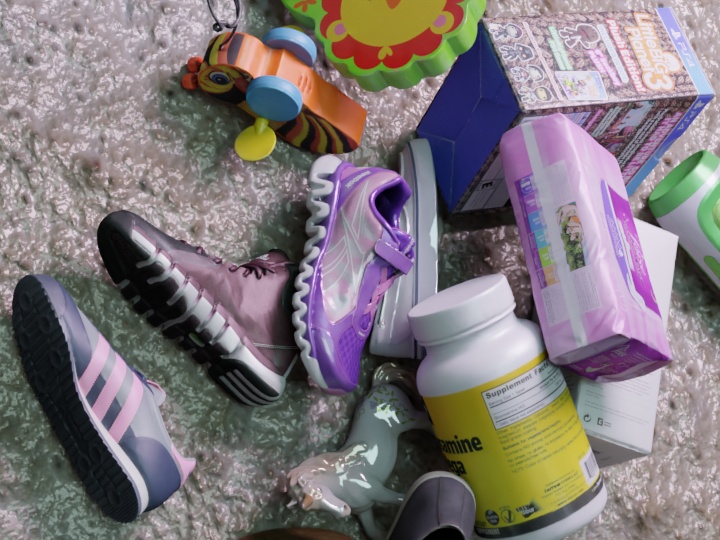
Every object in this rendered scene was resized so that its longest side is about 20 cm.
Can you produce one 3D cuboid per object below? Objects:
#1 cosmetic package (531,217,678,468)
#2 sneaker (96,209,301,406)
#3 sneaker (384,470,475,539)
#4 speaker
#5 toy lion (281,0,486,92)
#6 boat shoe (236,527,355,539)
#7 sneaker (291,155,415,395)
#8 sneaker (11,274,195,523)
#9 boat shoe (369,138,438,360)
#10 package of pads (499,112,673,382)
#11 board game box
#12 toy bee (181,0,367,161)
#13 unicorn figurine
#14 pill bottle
[{"bbox_3d":[0.203,0.061,1.405,0.084,0.107,0.202,20,69,-19],"label":"cosmetic package"},{"bbox_3d":[-0.115,0.004,1.299,0.200,0.075,0.116,49,56,-17],"label":"sneaker"},{"bbox_3d":[0.031,0.258,1.227,0.074,0.106,0.202,17,103,1],"label":"sneaker"},{"bbox_3d":[0.360,-0.015,1.513,0.200,0.088,0.088,47,62,-6],"label":"speaker"},{"bbox_3d":[0.014,-0.242,1.363,0.069,0.198,0.194,46,55,-56],"label":"toy lion"},{"bbox_3d":[-0.085,0.256,1.244,0.199,0.072,0.073,-17,113,-38],"label":"boat shoe"},{"bbox_3d":[0.000,0.000,1.305,0.087,0.080,0.202,-2,70,20],"label":"sneaker"},{"bbox_3d":[-0.197,0.089,1.241,0.082,0.070,0.202,-24,89,-45],"label":"sneaker"},{"bbox_3d":[0.033,-0.022,1.370,0.065,0.074,0.202,0,61,2],"label":"boat shoe"},{"bbox_3d":[0.180,-0.015,1.302,0.120,0.075,0.202,24,49,-55],"label":"package of pads"},{"bbox_3d":[0.175,-0.138,1.408,0.198,0.160,0.098,-7,62,-27],"label":"board game box"},{"bbox_3d":[-0.088,-0.166,1.350,0.201,0.108,0.131,59,44,-24],"label":"toy bee"},{"bbox_3d":[0.012,0.159,1.312,0.137,0.074,0.201,33,45,-17],"label":"unicorn figurine"},{"bbox_3d":[0.111,0.111,1.284,0.112,0.112,0.202,-26,98,-29],"label":"pill bottle"}]
